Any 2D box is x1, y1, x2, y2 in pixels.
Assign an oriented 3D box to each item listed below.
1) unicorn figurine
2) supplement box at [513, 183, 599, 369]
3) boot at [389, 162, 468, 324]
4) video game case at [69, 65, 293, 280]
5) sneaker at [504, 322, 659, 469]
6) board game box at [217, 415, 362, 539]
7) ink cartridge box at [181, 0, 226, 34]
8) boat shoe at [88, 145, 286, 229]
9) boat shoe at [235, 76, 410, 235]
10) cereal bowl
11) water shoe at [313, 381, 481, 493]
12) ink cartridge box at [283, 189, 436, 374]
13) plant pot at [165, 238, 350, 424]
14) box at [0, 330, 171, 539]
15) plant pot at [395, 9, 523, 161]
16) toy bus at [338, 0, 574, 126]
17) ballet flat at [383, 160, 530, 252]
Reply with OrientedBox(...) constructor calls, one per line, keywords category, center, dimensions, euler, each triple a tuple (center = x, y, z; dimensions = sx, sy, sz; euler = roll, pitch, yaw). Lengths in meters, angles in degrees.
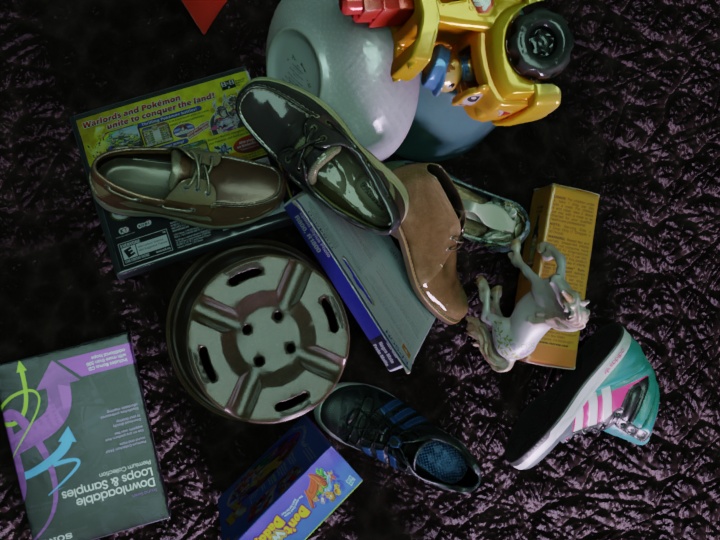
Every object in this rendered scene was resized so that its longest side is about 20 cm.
OrientedBox(category="unicorn figurine", center=(0.182, 0.034, 0.915), dimensions=(0.073, 0.201, 0.139), euler=(-1, 48, -18))
OrientedBox(category="supplement box", center=(0.220, 0.007, 0.994), dimensions=(0.068, 0.067, 0.203), euler=(8, 88, -11))
OrientedBox(category="boot", center=(0.085, -0.025, 0.934), dimensions=(0.074, 0.074, 0.202), euler=(-14, 121, 23))
OrientedBox(category="video game case", center=(-0.186, -0.106, 0.919), dimensions=(0.197, 0.026, 0.183), euler=(-18, 78, -10))
OrientedBox(category="sneaker", center=(0.267, 0.171, 0.995), dimensions=(0.120, 0.084, 0.200), euler=(39, 97, -15))
OrientedBox(category="board game box", center=(-0.077, 0.220, 0.864), dimensions=(0.134, 0.200, 0.045), euler=(-44, 97, -8))
OrientedBox(category="ink cartridge box", center=(-0.114, -0.352, 0.891), dimensions=(0.047, 0.160, 0.201), euler=(32, 81, 17))
OrientedBox(category="boat shoe", center=(-0.172, -0.086, 0.864), dimensions=(0.197, 0.072, 0.077), euler=(-1, 75, -6))
OrientedBox(category="boat shoe", center=(-0.034, -0.108, 0.813), dimensions=(0.199, 0.065, 0.074), euler=(36, 105, -6))
OrientedBox(category="cereal bowl", center=(-0.035, -0.201, 0.877), dimensions=(0.083, 0.199, 0.203), euler=(-17, 92, -39))
OrientedBox(category="water shoe", center=(0.045, 0.180, 0.950), dimensions=(0.198, 0.079, 0.072), euler=(25, 84, -9))
OrientedBox(category="ink cartridge box", center=(0.000, 0.000, 0.891), dimensions=(0.040, 0.200, 0.201), euler=(-31, 95, 18))
OrientedBox(category="plant pot", center=(-0.098, 0.062, 0.866), dimensions=(0.197, 0.198, 0.204), euler=(0, 88, -11))
OrientedBox(category="box", center=(-0.289, 0.179, 0.909), dimensions=(0.141, 0.036, 0.203), euler=(-14, 92, -11))
OrientedBox(category="plant pot", center=(0.090, -0.229, 0.928), dimensions=(0.197, 0.161, 0.204), euler=(0, 89, -10))
OrientedBox(category="toy bus", center=(0.073, -0.225, 0.768), dimensions=(0.189, 0.136, 0.203), euler=(-10, 92, -15))
OrientedBox(category="ballet flat", center=(0.102, -0.077, 0.973), dimensions=(0.197, 0.074, 0.075), euler=(16, 86, -10))
